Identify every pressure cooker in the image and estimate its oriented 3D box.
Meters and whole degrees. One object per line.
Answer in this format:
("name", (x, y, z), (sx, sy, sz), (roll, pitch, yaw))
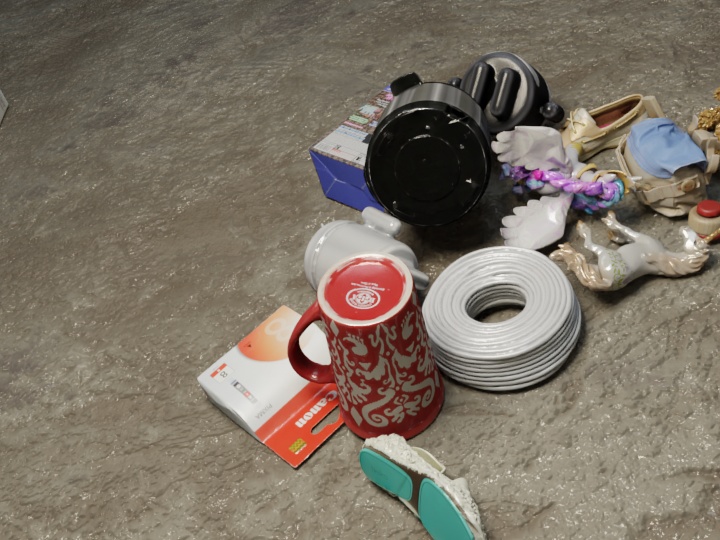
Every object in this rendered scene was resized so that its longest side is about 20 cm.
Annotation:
("pressure cooker", (0.101, -0.167, 1.272), (0.176, 0.178, 0.201), (18, 25, 0))

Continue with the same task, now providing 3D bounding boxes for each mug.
("mug", (0.001, 0.092, 1.044), (0.175, 0.202, 0.134), (-16, 46, -2))

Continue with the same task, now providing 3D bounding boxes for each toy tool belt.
("toy tool belt", (0.422, -0.142, 1.209), (0.123, 0.124, 0.201), (-15, 37, -8))

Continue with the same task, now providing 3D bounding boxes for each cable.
("cable", (0.175, 0.056, 1.134), (0.199, 0.070, 0.200), (23, 55, 40))

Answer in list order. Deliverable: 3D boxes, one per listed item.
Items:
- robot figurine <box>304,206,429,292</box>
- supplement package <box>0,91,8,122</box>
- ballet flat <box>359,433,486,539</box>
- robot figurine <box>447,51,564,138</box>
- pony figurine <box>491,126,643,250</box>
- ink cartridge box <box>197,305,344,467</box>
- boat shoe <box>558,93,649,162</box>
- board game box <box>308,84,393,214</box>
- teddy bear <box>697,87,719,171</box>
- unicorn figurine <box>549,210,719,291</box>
("robot figurine", (0.000, 0.000, 1.240), (0.199, 0.112, 0.172), (27, 91, 42))
("supplement package", (-0.908, -0.365, 2.031), (0.149, 0.152, 0.201), (-16, 39, 5))
("ballet flat", (0.077, 0.231, 0.976), (0.071, 0.072, 0.199), (-36, 41, -20))
("robot figurine", (0.224, -0.263, 1.403), (0.124, 0.199, 0.151), (-36, 77, 21))
("pony figurine", (0.265, -0.127, 1.255), (0.190, 0.169, 0.200), (-8, 16, -7))
("ink cartridge box", (-0.094, 0.142, 1.165), (0.162, 0.051, 0.199), (-40, 39, -23))
("boat shoe", (0.344, -0.216, 1.383), (0.197, 0.070, 0.074), (-20, 38, -1))
("board game box", (0.046, -0.193, 1.461), (0.200, 0.098, 0.158), (-41, 43, -25))
("teddy bear", (0.548, -0.208, 1.289), (0.144, 0.067, 0.200), (19, 53, 35))
("unicorn figurine", (0.348, -0.024, 1.157), (0.199, 0.074, 0.137), (-32, 48, -14))
